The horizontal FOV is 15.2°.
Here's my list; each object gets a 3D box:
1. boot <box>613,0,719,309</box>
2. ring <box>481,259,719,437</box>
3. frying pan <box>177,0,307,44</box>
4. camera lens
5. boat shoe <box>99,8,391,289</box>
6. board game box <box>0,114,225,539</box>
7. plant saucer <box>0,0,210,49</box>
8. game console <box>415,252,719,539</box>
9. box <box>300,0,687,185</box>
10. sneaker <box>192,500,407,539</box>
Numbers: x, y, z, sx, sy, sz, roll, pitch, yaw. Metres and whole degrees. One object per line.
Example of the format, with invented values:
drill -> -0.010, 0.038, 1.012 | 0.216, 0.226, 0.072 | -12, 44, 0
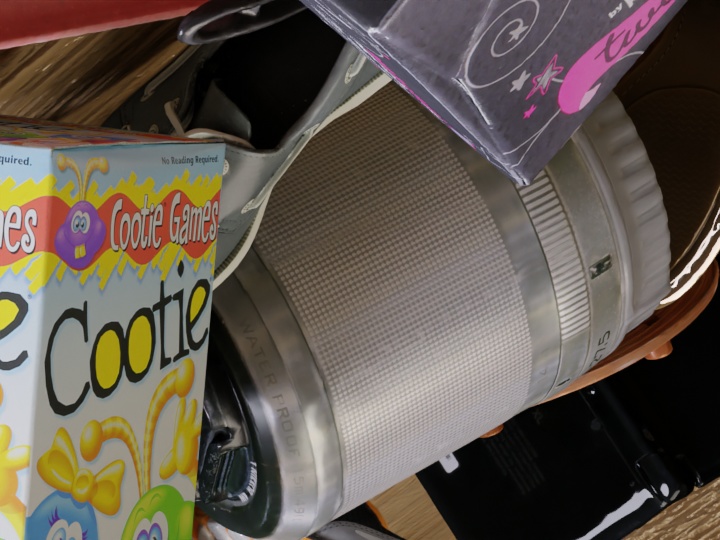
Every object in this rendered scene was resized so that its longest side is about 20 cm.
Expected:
boot -> 0.157, -0.085, 1.155 | 0.155, 0.074, 0.200 | -19, 127, -69
ring -> 0.064, 0.033, 1.200 | 0.200, 0.019, 0.200 | -17, -164, 5
frying pan -> 0.032, -0.113, 0.858 | 0.190, 0.031, 0.115 | -13, 143, -57
camera lens -> 0.000, 0.000, 1.059 | 0.200, 0.160, 0.160 | -28, 166, -23
boat shoe -> -0.051, -0.053, 0.926 | 0.200, 0.073, 0.062 | -44, 162, 1
board game box -> -0.118, 0.054, 0.847 | 0.105, 0.201, 0.103 | 8, -173, 27
plant saucer -> -0.039, -0.136, 0.739 | 0.200, 0.037, 0.200 | -17, 159, -50
game console -> 0.105, 0.038, 1.363 | 0.176, 0.200, 0.116 | -39, 165, 26
box -> 0.050, -0.139, 0.625 | 0.200, 0.115, 0.132 | -48, 157, 3
sneaker -> -0.033, 0.098, 1.129 | 0.077, 0.200, 0.078 | -48, 136, -24
